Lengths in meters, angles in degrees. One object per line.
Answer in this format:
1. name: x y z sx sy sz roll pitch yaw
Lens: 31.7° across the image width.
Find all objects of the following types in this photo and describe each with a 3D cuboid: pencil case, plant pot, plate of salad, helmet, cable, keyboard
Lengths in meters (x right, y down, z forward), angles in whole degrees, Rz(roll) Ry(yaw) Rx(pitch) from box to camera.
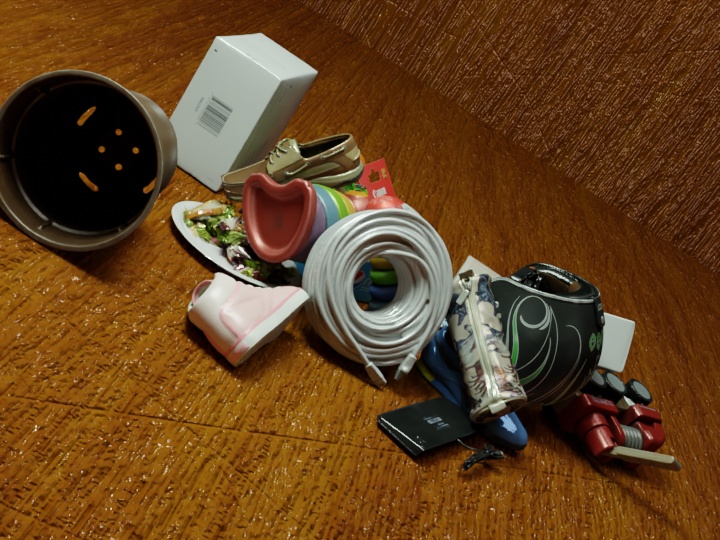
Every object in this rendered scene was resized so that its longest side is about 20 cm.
1. pencil case: 0.158 0.101 1.660 0.089 0.078 0.201 45 28 -63
2. plant pot: -0.307 -0.135 1.497 0.200 0.201 0.198 33 10 -1
3. plate of salad: -0.161 -0.042 1.711 0.200 0.048 0.200 31 18 -11
4. helmet: 0.240 0.099 1.792 0.199 0.191 0.200 12 18 -4
5. cable: 0.024 0.020 1.626 0.200 0.200 0.069 46 -12 -20
6. keyboard: 0.107 0.207 1.579 0.127 0.021 0.200 35 18 23

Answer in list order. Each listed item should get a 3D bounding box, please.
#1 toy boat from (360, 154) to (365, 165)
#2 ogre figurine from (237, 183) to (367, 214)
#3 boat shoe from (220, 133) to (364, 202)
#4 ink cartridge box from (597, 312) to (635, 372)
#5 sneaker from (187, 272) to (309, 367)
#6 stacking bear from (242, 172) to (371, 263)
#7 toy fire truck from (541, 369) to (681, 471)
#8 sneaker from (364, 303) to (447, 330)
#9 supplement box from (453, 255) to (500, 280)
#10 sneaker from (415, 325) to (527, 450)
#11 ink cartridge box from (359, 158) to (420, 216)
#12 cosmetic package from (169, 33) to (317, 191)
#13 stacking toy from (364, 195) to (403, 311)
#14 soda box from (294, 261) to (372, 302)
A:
1. toy boat: -0.038 -0.136 2.028 0.130 0.131 0.200 23 21 -32
2. ogre figurine: -0.091 -0.095 1.838 0.120 0.098 0.200 9 39 35
3. boat shoe: -0.096 -0.149 1.764 0.199 0.074 0.076 -13 32 -9
4. ink cartridge box: 0.332 0.100 1.987 0.146 0.085 0.200 16 -2 1
5. sneaker: -0.135 0.039 1.501 0.105 0.075 0.200 41 23 5
6. stacking bear: -0.049 -0.066 1.698 0.121 0.114 0.200 11 8 38
7. toy fire truck: 0.388 0.241 1.838 0.176 0.129 0.200 19 35 -39
8. sneaker: 0.093 0.066 1.827 0.200 0.078 0.090 6 44 -43
9. supplement box: 0.192 0.059 2.015 0.126 0.074 0.200 34 18 4
10. sneaker: 0.160 0.156 1.709 0.200 0.079 0.066 45 19 28
11. ink cartridge box: 0.063 -0.081 2.023 0.161 0.050 0.201 -32 108 -70
12. cosmetic package: -0.186 -0.246 1.947 0.123 0.200 0.200 34 18 4
13. stacking toy: 0.041 -0.003 1.706 0.085 0.201 0.085 -9 15 3
14. soda box: 0.000 0.000 1.846 0.200 0.068 0.064 12 28 -48
